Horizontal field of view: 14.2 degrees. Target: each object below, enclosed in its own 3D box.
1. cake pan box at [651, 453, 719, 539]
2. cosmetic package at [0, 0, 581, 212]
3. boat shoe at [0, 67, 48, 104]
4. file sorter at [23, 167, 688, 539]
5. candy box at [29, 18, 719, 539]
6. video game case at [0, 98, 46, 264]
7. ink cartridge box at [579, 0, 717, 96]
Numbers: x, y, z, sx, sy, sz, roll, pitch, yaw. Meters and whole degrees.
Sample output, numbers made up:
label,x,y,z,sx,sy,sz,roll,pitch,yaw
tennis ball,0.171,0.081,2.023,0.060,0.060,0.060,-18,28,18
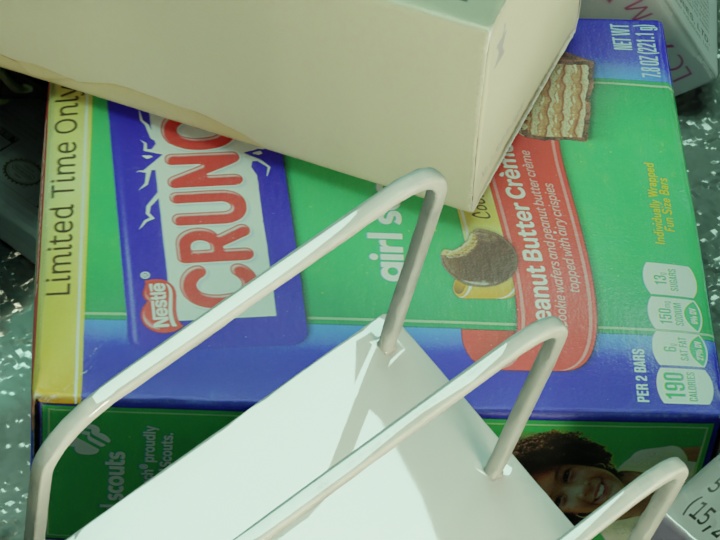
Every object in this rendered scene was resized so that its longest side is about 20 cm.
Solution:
label,x,y,z,sx,sy,sz,roll,pitch,yaw
cake pan box,0.200,0.085,0.802,0.200,0.052,0.184,40,54,21
cosmetic package,-0.038,-0.100,0.875,0.199,0.073,0.104,19,44,14
boat shoe,-0.131,-0.086,0.973,0.200,0.072,0.061,11,42,25
file sorter,0.025,0.100,0.705,0.139,0.125,0.200,-35,74,-22
candy box,0.000,0.000,0.884,0.199,0.077,0.170,0,47,-4
video game case,-0.048,-0.063,1.010,0.200,0.018,0.143,-35,52,-30
ink cartridge box,0.088,-0.166,1.044,0.042,0.119,0.201,-19,38,26
